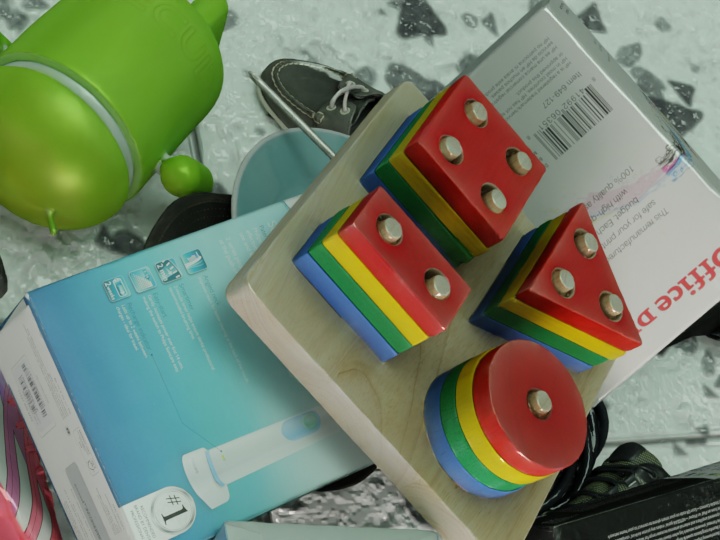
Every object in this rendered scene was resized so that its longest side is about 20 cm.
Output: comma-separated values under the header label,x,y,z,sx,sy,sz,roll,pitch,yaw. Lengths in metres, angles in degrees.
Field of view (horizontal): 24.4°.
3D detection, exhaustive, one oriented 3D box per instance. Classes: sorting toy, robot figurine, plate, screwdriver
label,x,y,z,sx,sy,sz,roll,pitch,yaw
sorting toy,0.060,0.015,0.863,0.199,0.070,0.200,48,43,-12
robot figurine,-0.163,-0.107,1.028,0.175,0.116,0.200,34,54,3
plate,0.000,0.000,1.024,0.200,0.026,0.200,25,43,-26
screwdriver,0.002,-0.050,1.023,0.200,0.028,0.029,45,10,-10

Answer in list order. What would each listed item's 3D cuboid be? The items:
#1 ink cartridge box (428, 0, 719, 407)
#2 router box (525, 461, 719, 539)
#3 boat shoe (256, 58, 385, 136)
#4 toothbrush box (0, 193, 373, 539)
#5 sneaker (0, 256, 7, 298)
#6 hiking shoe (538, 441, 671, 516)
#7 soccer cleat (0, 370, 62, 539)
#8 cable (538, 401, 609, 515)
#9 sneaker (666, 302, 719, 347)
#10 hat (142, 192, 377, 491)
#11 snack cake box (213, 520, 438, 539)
label,x,y,z,sx,sy,sz,roll,pitch,yaw
ink cartridge box,0.130,-0.048,1.031,0.200,0.147,0.145,48,14,-4
router box,0.184,0.201,0.983,0.200,0.051,0.149,-9,88,-35
boat shoe,0.022,-0.090,1.143,0.200,0.057,0.067,37,54,-3
toothbrush box,-0.068,0.056,0.869,0.200,0.085,0.147,-23,83,-30
sneaker,-0.283,-0.026,0.942,0.200,0.076,0.091,30,62,24
hiking shoe,0.152,0.160,1.055,0.200,0.076,0.101,12,63,-31
soccer cleat,-0.206,0.093,0.930,0.076,0.067,0.200,-25,73,-38
cable,0.083,0.064,1.090,0.163,0.051,0.200,-3,64,-27
sneaker,0.286,0.035,1.186,0.200,0.075,0.106,-22,72,-34
hat,-0.070,0.056,0.997,0.200,0.081,0.201,24,45,-26
snack cake box,-0.042,0.212,0.851,0.115,0.200,0.067,5,46,-23
